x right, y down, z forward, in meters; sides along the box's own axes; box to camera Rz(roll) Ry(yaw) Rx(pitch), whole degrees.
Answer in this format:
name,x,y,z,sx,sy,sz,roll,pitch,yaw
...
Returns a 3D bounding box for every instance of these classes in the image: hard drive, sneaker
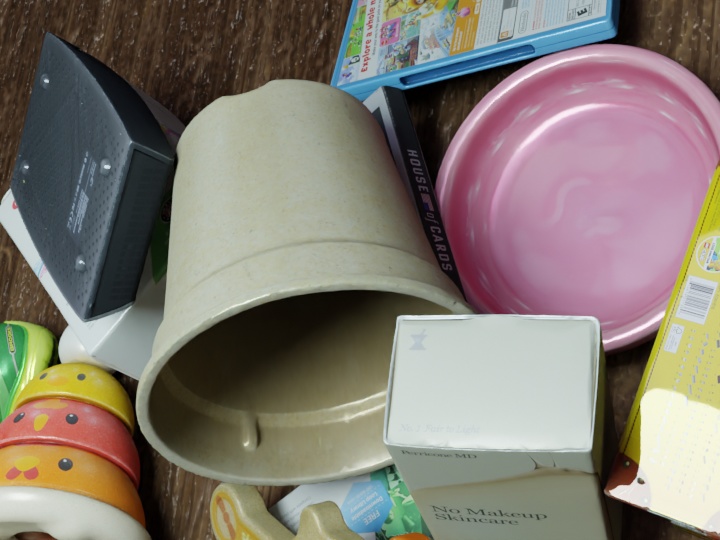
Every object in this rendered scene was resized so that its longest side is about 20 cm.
name,x,y,z,sx,sy,sz,roll,pitch,yaw
hard drive,-0.179,-0.065,0.851,0.200,0.042,0.135,46,124,51
sneaker,-0.293,0.132,0.984,0.083,0.074,0.200,16,73,6

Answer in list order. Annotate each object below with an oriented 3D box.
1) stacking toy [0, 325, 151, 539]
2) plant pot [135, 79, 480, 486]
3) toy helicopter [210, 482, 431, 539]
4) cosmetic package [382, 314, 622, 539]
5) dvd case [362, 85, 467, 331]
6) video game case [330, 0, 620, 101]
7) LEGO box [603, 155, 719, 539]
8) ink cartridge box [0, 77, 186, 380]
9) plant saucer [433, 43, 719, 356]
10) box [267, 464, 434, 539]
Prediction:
name,x,y,z,sx,sy,sz,roll,pitch,yaw
stacking toy,-0.212,0.117,0.936,0.146,0.146,0.200,-16,50,25
plant pot,-0.036,-0.002,0.766,0.200,0.200,0.184,-28,50,19
toy helicopter,-0.036,0.193,0.784,0.200,0.079,0.133,31,121,50
cosmetic package,0.084,0.101,0.695,0.103,0.200,0.073,0,60,16
dvd case,0.000,0.000,0.867,0.150,0.025,0.200,-38,57,39
video game case,0.081,-0.187,0.888,0.200,0.018,0.143,-10,47,27
LEGO box,0.213,0.046,0.683,0.077,0.149,0.200,17,83,30
ink cartridge box,-0.164,-0.033,0.950,0.145,0.087,0.200,-50,49,5
plant saucer,0.143,-0.040,0.812,0.200,0.051,0.201,-10,70,28
box,0.013,0.216,0.810,0.144,0.036,0.200,-39,61,14
